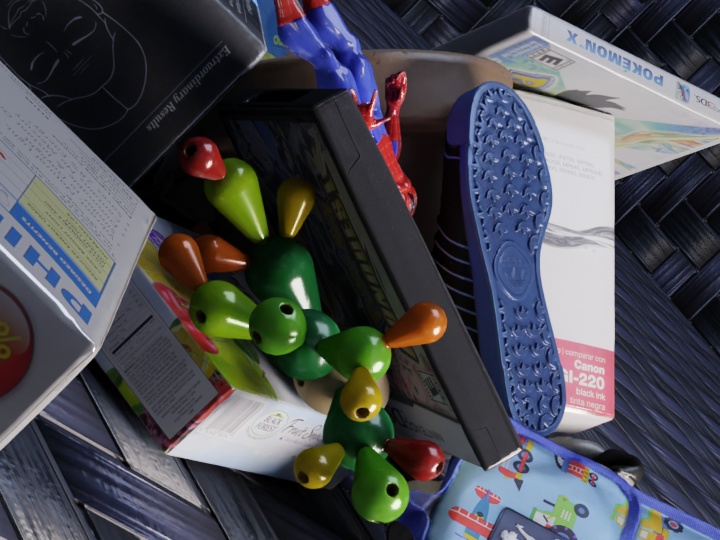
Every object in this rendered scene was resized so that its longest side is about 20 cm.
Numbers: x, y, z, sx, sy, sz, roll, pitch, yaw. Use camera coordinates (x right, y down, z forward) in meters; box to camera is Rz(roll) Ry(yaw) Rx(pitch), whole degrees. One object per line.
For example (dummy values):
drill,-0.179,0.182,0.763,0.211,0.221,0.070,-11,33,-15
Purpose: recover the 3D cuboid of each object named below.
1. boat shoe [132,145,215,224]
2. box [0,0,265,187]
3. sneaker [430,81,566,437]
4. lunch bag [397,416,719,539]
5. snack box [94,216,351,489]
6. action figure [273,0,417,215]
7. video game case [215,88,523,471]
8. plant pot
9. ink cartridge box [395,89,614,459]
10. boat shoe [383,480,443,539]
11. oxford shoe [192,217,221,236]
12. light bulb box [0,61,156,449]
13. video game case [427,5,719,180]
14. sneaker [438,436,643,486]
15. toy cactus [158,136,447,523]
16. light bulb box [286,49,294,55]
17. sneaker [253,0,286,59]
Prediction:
boat shoe,-0.134,-0.077,1.478,0.200,0.074,0.065,45,39,-37
box,-0.171,-0.143,1.263,0.200,0.148,0.107,43,10,-16
sneaker,0.060,0.000,1.314,0.070,0.078,0.200,8,73,-43
lunch bag,0.101,0.171,1.228,0.200,0.094,0.151,34,46,-7
snack box,-0.079,0.037,1.236,0.142,0.053,0.200,52,11,23
action figure,-0.001,-0.083,1.273,0.065,0.052,0.200,-46,122,-64
video game case,0.000,0.000,1.229,0.200,0.025,0.181,64,-14,-12
plant pot,-0.006,-0.026,1.396,0.200,0.200,0.175,17,69,-71
ink cartridge box,0.088,0.007,1.493,0.085,0.146,0.200,10,70,-26
boat shoe,0.077,0.191,1.308,0.200,0.073,0.063,45,50,-34
oxford shoe,-0.033,0.001,1.526,0.200,0.073,0.071,32,17,-53
light bulb box,-0.187,-0.025,0.819,0.198,0.125,0.200,45,10,-9
video game case,0.108,-0.098,1.523,0.182,0.200,0.022,21,64,-33
sneaker,0.143,0.171,1.437,0.200,0.115,0.075,43,10,-13
toy cactus,-0.015,0.032,1.156,0.200,0.102,0.165,52,1,21
light bulb box,-0.140,-0.190,1.668,0.198,0.125,0.200,42,11,-25
sneaker,-0.069,-0.113,1.558,0.076,0.105,0.200,10,-35,7
